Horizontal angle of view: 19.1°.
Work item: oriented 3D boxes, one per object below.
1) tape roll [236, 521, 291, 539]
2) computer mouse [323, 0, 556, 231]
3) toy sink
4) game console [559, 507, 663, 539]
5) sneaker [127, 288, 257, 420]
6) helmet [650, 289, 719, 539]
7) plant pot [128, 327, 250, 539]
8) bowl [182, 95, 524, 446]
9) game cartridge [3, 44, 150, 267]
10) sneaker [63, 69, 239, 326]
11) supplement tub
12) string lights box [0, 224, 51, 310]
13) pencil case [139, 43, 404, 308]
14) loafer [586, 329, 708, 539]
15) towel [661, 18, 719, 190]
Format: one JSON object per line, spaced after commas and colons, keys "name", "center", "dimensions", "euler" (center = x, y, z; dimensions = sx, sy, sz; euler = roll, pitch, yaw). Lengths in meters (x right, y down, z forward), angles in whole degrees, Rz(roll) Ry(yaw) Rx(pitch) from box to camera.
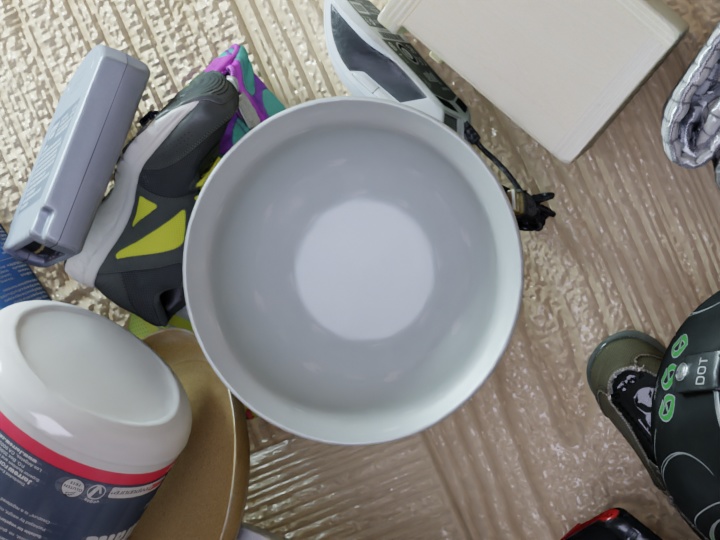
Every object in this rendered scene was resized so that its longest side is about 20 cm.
{"name": "tape roll", "center": [-0.017, 0.254, 1.322], "dimensions": [0.202, 0.203, 0.140], "euler": [21, 84, 8]}
{"name": "computer mouse", "center": [0.038, -0.098, 1.343], "dimensions": [0.044, 0.110, 0.200], "euler": [-45, 77, 17]}
{"name": "toy sink", "center": [0.088, -0.168, 1.300], "dimensions": [0.200, 0.130, 0.112], "euler": [41, 103, 3]}
{"name": "game console", "center": [0.212, 0.220, 1.303], "dimensions": [0.200, 0.177, 0.031], "euler": [38, 81, 4]}
{"name": "sneaker", "center": [-0.069, 0.071, 1.392], "dimensions": [0.200, 0.078, 0.091], "euler": [29, 102, 18]}
{"name": "helmet", "center": [0.266, 0.088, 1.224], "dimensions": [0.199, 0.191, 0.201], "euler": [0, 77, 1]}
{"name": "plant pot", "center": [-0.124, 0.136, 1.331], "dimensions": [0.027, 0.200, 0.201], "euler": [15, 104, -35]}
{"name": "bowl", "center": [0.000, 0.000, 1.268], "dimensions": [0.200, 0.090, 0.202], "euler": [0, 90, 7]}
{"name": "game cartridge", "center": [-0.176, -0.071, 1.324], "dimensions": [0.040, 0.200, 0.134], "euler": [18, 83, -13]}
{"name": "sneaker", "center": [-0.108, -0.042, 1.307], "dimensions": [0.085, 0.075, 0.200], "euler": [38, 136, 2]}
{"name": "supplement tub", "center": [-0.204, 0.132, 1.298], "dimensions": [0.140, 0.140, 0.200], "euler": [35, 114, 5]}
{"name": "string lights box", "center": [-0.263, 0.004, 1.404], "dimensions": [0.059, 0.103, 0.200], "euler": [-33, 90, 11]}
{"name": "pencil case", "center": [-0.045, -0.045, 1.361], "dimensions": [0.085, 0.092, 0.200], "euler": [-42, 89, -25]}
{"name": "loafer", "center": [0.214, 0.126, 1.341], "dimensions": [0.200, 0.070, 0.075], "euler": [45, 103, 3]}
{"name": "towel", "center": [0.257, -0.141, 1.252], "dimensions": [0.085, 0.166, 0.200], "euler": [34, 104, 3]}
